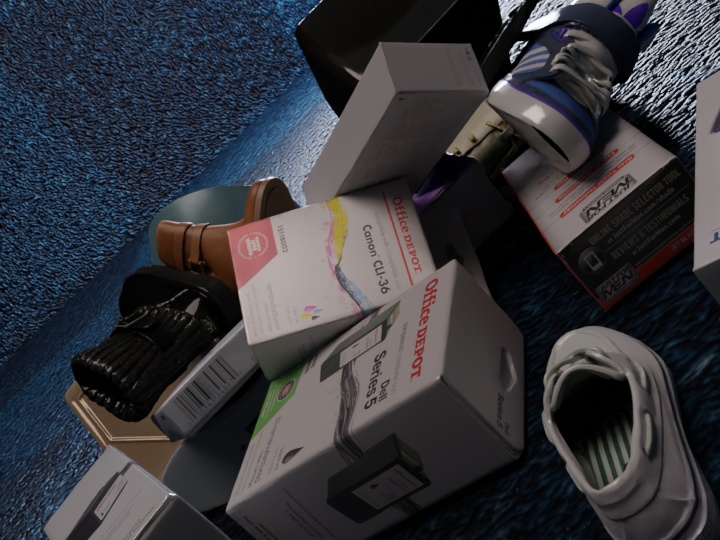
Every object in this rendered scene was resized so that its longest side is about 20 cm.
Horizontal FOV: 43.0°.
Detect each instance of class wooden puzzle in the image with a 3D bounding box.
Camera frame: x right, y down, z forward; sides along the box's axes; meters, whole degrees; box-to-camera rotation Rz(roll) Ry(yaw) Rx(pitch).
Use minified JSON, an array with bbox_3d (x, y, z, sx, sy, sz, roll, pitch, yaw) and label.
[{"bbox_3d":[-0.232,0.135,1.045,0.185,0.037,0.200,-49,58,2],"label":"wooden puzzle"}]

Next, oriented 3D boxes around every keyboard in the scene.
[{"bbox_3d":[0.083,-0.153,0.790,0.201,0.039,0.105,-59,1,46],"label":"keyboard"}]

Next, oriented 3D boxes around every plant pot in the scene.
[{"bbox_3d":[0.042,-0.249,1.078,0.177,0.200,0.200,36,78,32],"label":"plant pot"},{"bbox_3d":[-0.156,0.008,1.124,0.199,0.199,0.136,-32,57,35],"label":"plant pot"}]

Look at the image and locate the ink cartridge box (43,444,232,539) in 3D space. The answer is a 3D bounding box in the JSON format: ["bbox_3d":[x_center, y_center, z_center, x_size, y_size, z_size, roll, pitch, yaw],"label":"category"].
[{"bbox_3d":[-0.129,0.211,0.634,0.084,0.145,0.199,-51,19,-18],"label":"ink cartridge box"}]

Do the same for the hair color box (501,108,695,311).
[{"bbox_3d":[0.178,-0.059,0.687,0.101,0.061,0.200,-40,17,13],"label":"hair color box"}]

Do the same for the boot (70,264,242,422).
[{"bbox_3d":[-0.231,0.071,0.936,0.210,0.080,0.158,-3,37,52],"label":"boot"}]

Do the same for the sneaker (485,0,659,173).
[{"bbox_3d":[0.170,-0.159,0.690,0.147,0.080,0.200,-47,10,11],"label":"sneaker"}]

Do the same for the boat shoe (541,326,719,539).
[{"bbox_3d":[0.133,0.071,0.491,0.073,0.067,0.200,-41,18,11],"label":"boat shoe"}]

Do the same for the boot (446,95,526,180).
[{"bbox_3d":[0.158,-0.149,0.914,0.155,0.072,0.200,-47,13,-8],"label":"boot"}]

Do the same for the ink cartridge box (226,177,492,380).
[{"bbox_3d":[0.000,0.000,0.751,0.197,0.068,0.118,-17,57,0],"label":"ink cartridge box"}]

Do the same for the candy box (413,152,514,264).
[{"bbox_3d":[0.034,-0.041,0.920,0.168,0.072,0.200,-45,23,-6],"label":"candy box"}]

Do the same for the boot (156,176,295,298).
[{"bbox_3d":[-0.148,-0.029,0.964,0.074,0.153,0.202,-46,-29,-45],"label":"boot"}]

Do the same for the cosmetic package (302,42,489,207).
[{"bbox_3d":[0.021,-0.105,0.750,0.082,0.051,0.200,-8,-23,-26],"label":"cosmetic package"}]

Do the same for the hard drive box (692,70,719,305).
[{"bbox_3d":[0.266,-0.067,0.486,0.155,0.077,0.201,-32,22,36],"label":"hard drive box"}]

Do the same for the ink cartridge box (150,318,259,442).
[{"bbox_3d":[-0.116,0.079,0.872,0.200,0.041,0.200,-46,3,-20],"label":"ink cartridge box"}]

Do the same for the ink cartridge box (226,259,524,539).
[{"bbox_3d":[0.014,0.104,0.653,0.199,0.084,0.146,-36,20,26],"label":"ink cartridge box"}]

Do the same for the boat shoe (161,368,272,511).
[{"bbox_3d":[-0.102,0.144,0.869,0.200,0.071,0.091,-44,5,6],"label":"boat shoe"}]
